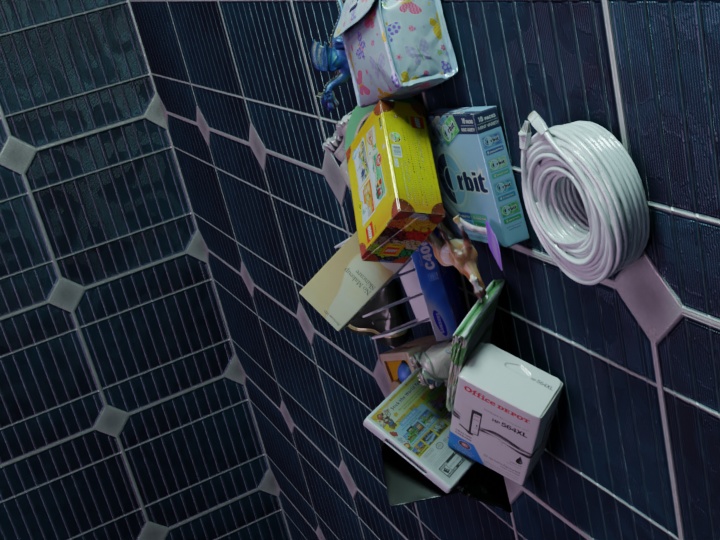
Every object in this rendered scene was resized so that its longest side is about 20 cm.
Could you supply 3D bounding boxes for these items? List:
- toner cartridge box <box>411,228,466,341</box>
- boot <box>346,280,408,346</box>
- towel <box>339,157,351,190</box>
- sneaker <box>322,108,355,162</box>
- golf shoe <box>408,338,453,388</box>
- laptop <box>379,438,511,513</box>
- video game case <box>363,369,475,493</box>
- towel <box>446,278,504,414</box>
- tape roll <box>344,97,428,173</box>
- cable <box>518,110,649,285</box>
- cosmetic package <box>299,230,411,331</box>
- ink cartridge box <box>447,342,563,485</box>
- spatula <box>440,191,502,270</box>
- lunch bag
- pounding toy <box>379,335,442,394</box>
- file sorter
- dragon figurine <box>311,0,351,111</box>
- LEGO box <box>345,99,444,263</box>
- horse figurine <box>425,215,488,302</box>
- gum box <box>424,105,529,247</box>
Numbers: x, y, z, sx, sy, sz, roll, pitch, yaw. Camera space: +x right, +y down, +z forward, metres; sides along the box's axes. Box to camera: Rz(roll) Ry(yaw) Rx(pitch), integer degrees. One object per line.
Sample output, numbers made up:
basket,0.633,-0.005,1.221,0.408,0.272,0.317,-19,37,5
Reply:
toner cartridge box,0.129,0.010,1.728,0.095,0.043,0.200,-45,-61,-68
boot,0.026,0.064,2.112,0.200,0.077,0.138,15,120,51
towel,0.032,-0.182,1.797,0.133,0.034,0.200,63,143,22
sneaker,-0.006,-0.245,1.878,0.081,0.075,0.200,53,162,3
golf shoe,0.167,0.152,1.740,0.078,0.097,0.200,61,-158,13
laptop,0.144,0.336,1.767,0.103,0.200,0.177,-40,39,30
video game case,0.131,0.259,1.739,0.182,0.200,0.023,38,135,15
towel,0.183,0.120,1.636,0.023,0.153,0.200,24,141,20
tape roll,0.051,-0.194,1.700,0.200,0.048,0.201,20,116,48
cable,0.274,-0.085,1.267,0.200,0.069,0.200,51,155,40
cosmetic package,0.000,0.000,1.780,0.105,0.200,0.071,43,-169,5
ink cartridge box,0.225,0.229,1.622,0.146,0.084,0.200,26,143,21
spatula,0.161,-0.071,1.523,0.200,0.021,0.057,47,157,48
lunch bag,0.041,-0.361,1.530,0.170,0.127,0.200,176,80,-68
pounding toy,0.110,0.232,1.931,0.184,0.142,0.200,70,161,0
file sorter,0.054,0.017,1.888,0.200,0.124,0.139,68,162,1
dragon figurine,-0.048,-0.379,1.787,0.059,0.099,0.200,29,136,61
LEGO box,0.048,-0.134,1.557,0.149,0.077,0.200,129,138,-54
horse figurine,0.134,-0.041,1.574,0.133,0.050,0.200,59,170,-25
gum box,0.169,-0.142,1.527,0.170,0.045,0.200,18,128,67
